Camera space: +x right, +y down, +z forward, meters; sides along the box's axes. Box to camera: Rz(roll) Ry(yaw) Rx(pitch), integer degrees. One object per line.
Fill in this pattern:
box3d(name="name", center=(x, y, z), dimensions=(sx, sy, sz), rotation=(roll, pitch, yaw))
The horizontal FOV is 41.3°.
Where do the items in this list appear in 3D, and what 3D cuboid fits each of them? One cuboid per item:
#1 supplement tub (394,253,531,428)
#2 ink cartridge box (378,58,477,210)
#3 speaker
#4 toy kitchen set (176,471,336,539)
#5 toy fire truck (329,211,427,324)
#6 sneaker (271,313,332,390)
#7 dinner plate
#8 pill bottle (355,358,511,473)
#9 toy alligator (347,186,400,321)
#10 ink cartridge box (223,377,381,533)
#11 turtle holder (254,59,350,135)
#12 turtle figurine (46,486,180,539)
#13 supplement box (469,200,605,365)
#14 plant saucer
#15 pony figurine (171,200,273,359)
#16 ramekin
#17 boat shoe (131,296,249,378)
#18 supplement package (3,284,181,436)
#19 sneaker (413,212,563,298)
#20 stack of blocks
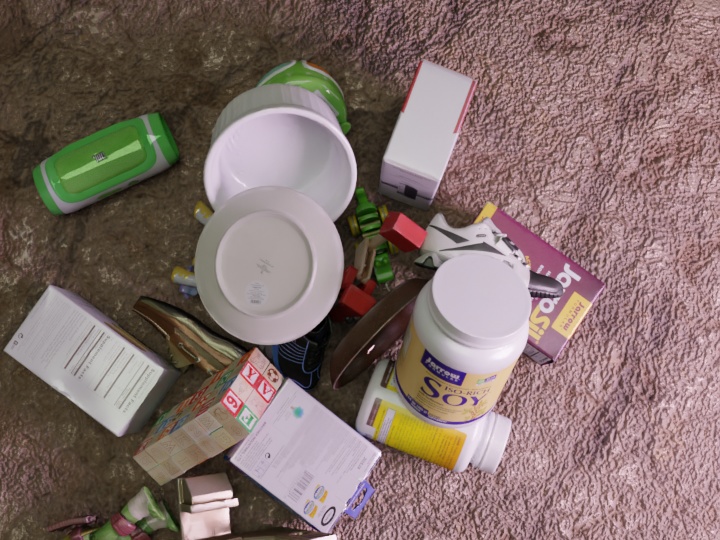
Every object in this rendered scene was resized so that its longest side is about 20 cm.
box3d(name="supplement tub", center=(0.126, 0.090, 1.190), dimensions=(0.143, 0.201, 0.147), rotation=(5, 52, -7))
box3d(name="ink cartridge box", center=(0.088, -0.179, 1.308), dimensions=(0.083, 0.200, 0.146), rotation=(21, 83, 1))
box3d(name="speaker", center=(-0.366, -0.155, 1.379), dimensions=(0.198, 0.088, 0.089), rotation=(-25, 82, -1))
box3d(name="toy kitchen set", center=(-0.157, 0.344, 1.216), dimensions=(0.198, 0.180, 0.166), rotation=(-2, 82, -30))
box3d(name="toy fire truck", center=(0.000, 0.000, 1.298), dimensions=(0.048, 0.199, 0.142), rotation=(33, 72, -19))
box3d(name="sneaker", center=(-0.074, 0.094, 1.281), dimensions=(0.077, 0.202, 0.070), rotation=(23, 50, 35))
box3d(name="dinner plate", center=(-0.119, -0.008, 1.206), dimensions=(0.197, 0.024, 0.204), rotation=(-1, 87, 11))
box3d(name="pill bottle", center=(0.100, 0.203, 1.297), dimensions=(0.198, 0.109, 0.111), rotation=(21, 83, 5))
box3d(name="toy alligator", center=(0.025, -0.027, 1.360), dimensions=(0.058, 0.054, 0.203), rotation=(-15, 82, 0))
box3d(name="ink cartridge box", center=(-0.066, 0.260, 1.292), dimensions=(0.199, 0.076, 0.137), rotation=(38, 77, -6))
box3d(name="turtle holder", center=(-0.101, -0.212, 1.360), dimensions=(0.139, 0.133, 0.187), rotation=(13, 125, -20))
box3d(name="turtle figurine", center=(-0.332, 0.397, 1.273), dimensions=(0.193, 0.200, 0.145), rotation=(-35, 116, -7))
box3d(name="supplement box", center=(0.215, 0.020, 1.322), dimensions=(0.199, 0.103, 0.132), rotation=(35, 84, 6))
box3d(name="plant saucer", center=(0.026, 0.078, 1.273), dimensions=(0.200, 0.200, 0.035), rotation=(-44, 79, -4))
box3d(name="pony figurine", center=(-0.158, 0.006, 1.328), dimensions=(0.197, 0.167, 0.196), rotation=(12, 74, 19))
box3d(name="ramekin", center=(-0.108, -0.147, 1.262), dimensions=(0.197, 0.202, 0.098), rotation=(-12, 38, 0))
box3d(name="boat shoe", center=(-0.239, 0.108, 1.343), dimensions=(0.198, 0.076, 0.074), rotation=(30, 87, 7))
box3d(name="supplement package", center=(-0.367, 0.126, 1.324), dimensions=(0.199, 0.114, 0.110), rotation=(35, 85, 5))
box3d(name="sneaker", center=(0.175, -0.022, 1.240), dimensions=(0.197, 0.074, 0.090), rotation=(18, 85, 5))
box3d(name="stack of blocks", center=(-0.204, 0.196, 1.275), dimensions=(0.199, 0.116, 0.059), rotation=(-33, 106, 34))
